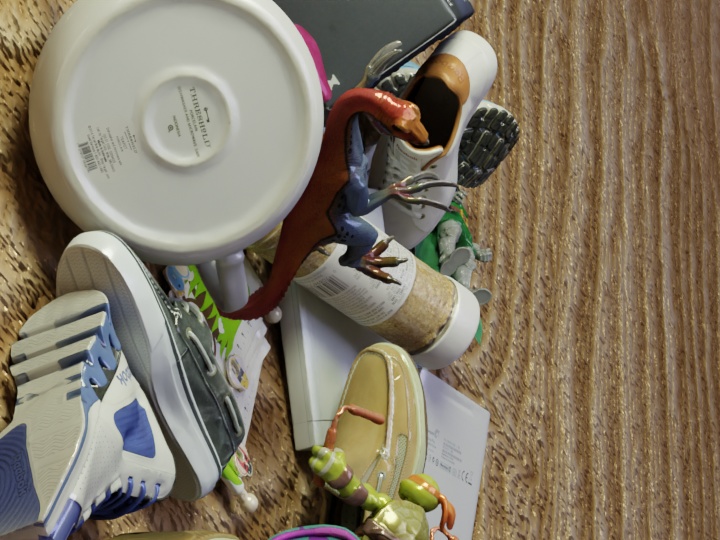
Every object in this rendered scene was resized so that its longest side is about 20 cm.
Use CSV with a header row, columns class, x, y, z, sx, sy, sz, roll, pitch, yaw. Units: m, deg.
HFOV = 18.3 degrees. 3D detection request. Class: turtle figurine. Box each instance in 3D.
class,x,y,z,sx,sy,sz,roll,pitch,yaw
turtle figurine,0.016,0.202,1.541,0.162,0.064,0.200,-53,127,-19

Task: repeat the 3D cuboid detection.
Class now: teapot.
class,x,y,z,sx,sy,sz,roll,pitch,yaw
teapot,-0.120,-0.098,1.416,0.196,0.201,0.146,24,2,-16

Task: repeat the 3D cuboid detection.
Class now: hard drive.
class,x,y,z,sx,sy,sz,roll,pitch,yaw
hard drive,0.050,0.190,1.715,0.132,0.025,0.202,35,60,-57
hard drive,-0.016,0.034,1.688,0.132,0.027,0.202,6,74,-56

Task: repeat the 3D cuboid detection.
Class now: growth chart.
class,x,y,z,sx,sy,sz,roll,pitch,yaw
growth chart,-0.099,0.048,1.539,0.145,0.018,0.201,55,29,-37

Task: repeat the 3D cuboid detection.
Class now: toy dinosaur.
class,x,y,z,sx,sy,sz,roll,pitch,yaw
toy dinosaur,-0.009,-0.047,1.455,0.105,0.200,0.182,41,-12,21

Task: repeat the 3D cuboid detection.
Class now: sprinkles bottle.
class,x,y,z,sx,sy,sz,roll,pitch,yaw
sprinkles bottle,0.000,0.000,1.630,0.199,0.068,0.069,34,43,-35

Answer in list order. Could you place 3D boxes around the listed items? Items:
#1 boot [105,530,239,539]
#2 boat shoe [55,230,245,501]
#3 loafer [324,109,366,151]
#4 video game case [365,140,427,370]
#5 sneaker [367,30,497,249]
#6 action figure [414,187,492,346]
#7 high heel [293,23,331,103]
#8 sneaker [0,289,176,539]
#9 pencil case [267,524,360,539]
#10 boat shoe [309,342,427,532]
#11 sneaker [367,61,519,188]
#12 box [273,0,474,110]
class,x,y,z,sx,sy,sz,roll,pitch,yaw
boot,-0.112,0.232,1.320,0.200,0.071,0.156,35,53,-82
boat shoe,-0.129,0.049,1.390,0.071,0.072,0.201,-51,136,-39
loafer,-0.037,-0.106,1.656,0.200,0.071,0.074,-22,134,-75
video game case,0.013,0.006,1.820,0.184,0.023,0.200,70,22,-12
sneaker,0.038,-0.090,1.735,0.085,0.072,0.201,-44,158,-51
action figure,0.078,-0.030,1.921,0.200,0.054,0.119,-96,162,-65
high heel,-0.069,-0.133,1.542,0.096,0.067,0.200,52,-20,0
sneaker,-0.155,0.114,1.284,0.116,0.080,0.200,57,27,-31
pencil case,-0.035,0.233,1.384,0.201,0.084,0.093,93,18,-60
boat shoe,-0.001,0.151,1.599,0.076,0.071,0.202,9,82,-45
sneaker,0.062,-0.143,1.935,0.200,0.078,0.090,31,15,-47
box,-0.019,-0.237,1.656,0.201,0.123,0.198,55,11,-3
